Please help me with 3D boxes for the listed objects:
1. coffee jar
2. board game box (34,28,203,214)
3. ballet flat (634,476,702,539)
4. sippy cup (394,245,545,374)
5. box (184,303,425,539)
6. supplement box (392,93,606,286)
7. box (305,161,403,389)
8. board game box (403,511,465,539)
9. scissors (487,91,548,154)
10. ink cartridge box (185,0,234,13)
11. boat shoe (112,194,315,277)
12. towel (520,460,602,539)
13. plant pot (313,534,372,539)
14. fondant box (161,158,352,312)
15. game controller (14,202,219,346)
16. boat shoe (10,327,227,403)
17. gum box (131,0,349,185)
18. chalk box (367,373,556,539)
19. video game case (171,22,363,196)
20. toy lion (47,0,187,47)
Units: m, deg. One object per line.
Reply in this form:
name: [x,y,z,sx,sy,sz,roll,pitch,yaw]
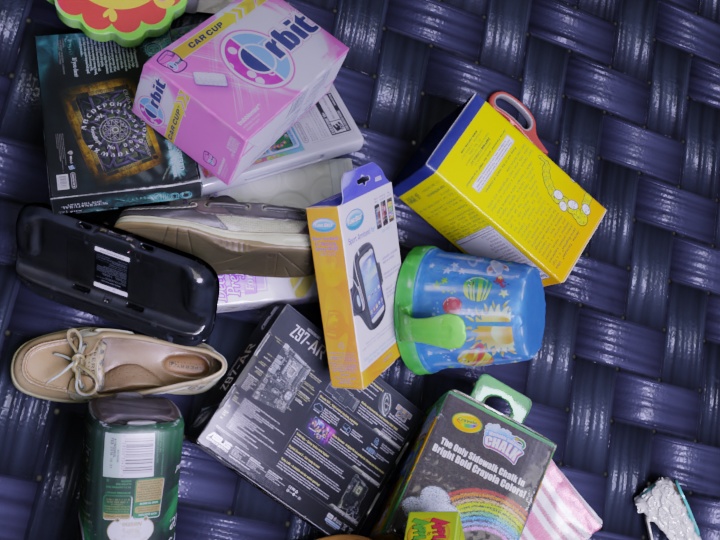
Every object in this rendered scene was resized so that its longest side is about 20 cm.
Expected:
coffee jar: [-0.207,0.218,0.775,0.085,0.104,0.202,3,97,-22]
board game box: [-0.232,-0.148,0.828,0.134,0.028,0.201,-8,60,-15]
ballet flat: [0.381,0.338,1.019,0.071,0.072,0.201,-27,88,-22]
sippy cup: [0.119,0.042,0.901,0.178,0.129,0.140,-65,144,-40]
box: [-0.051,0.156,0.879,0.200,0.043,0.161,39,70,-20]
supplement box: [0.153,-0.080,0.977,0.200,0.109,0.110,40,70,-10]
box: [0.000,0.000,0.849,0.119,0.041,0.202,-31,116,-59]
board game box: [0.076,0.322,0.763,0.047,0.102,0.201,-5,118,16]
scissors: [0.228,-0.139,1.065,0.199,0.014,0.073,36,69,-9]
ink cartridge box: [-0.222,-0.342,0.904,0.198,0.067,0.117,4,79,-16]
boat shoe: [-0.131,-0.037,0.832,0.199,0.072,0.066,6,53,-10]
towel: [0.162,0.291,0.957,0.200,0.030,0.147,-40,94,-21]
plant pot: [-0.020,0.383,0.800,0.200,0.200,0.184,-35,108,-22]
fondant box: [-0.100,-0.036,0.905,0.198,0.058,0.146,-5,83,-20]
game controller: [-0.227,0.005,0.809,0.199,0.105,0.042,19,31,2]
boat shoe: [-0.229,0.088,0.833,0.198,0.063,0.074,-1,81,-20]
gum box: [-0.107,-0.186,0.834,0.113,0.066,0.200,37,48,1]
chalk box: [0.109,0.208,0.889,0.124,0.124,0.201,28,67,2]
video game case: [-0.119,-0.184,0.907,0.181,0.024,0.201,-19,67,-22]
toy lion: [-0.208,-0.314,0.841,0.198,0.069,0.193,-2,89,-16]
